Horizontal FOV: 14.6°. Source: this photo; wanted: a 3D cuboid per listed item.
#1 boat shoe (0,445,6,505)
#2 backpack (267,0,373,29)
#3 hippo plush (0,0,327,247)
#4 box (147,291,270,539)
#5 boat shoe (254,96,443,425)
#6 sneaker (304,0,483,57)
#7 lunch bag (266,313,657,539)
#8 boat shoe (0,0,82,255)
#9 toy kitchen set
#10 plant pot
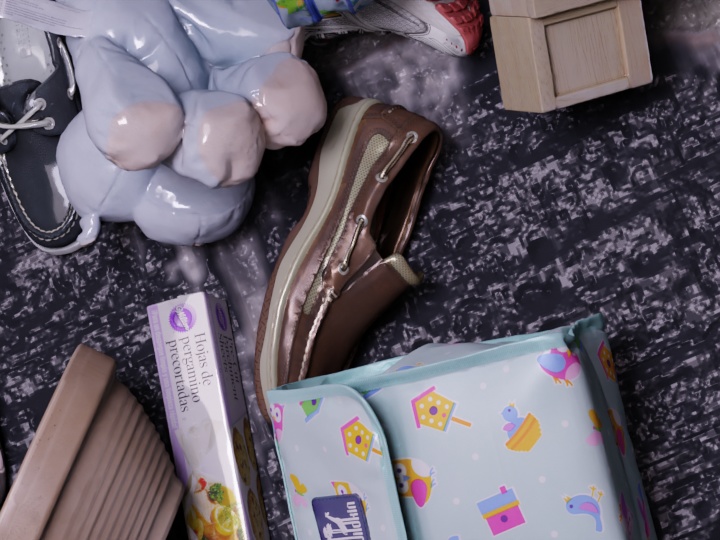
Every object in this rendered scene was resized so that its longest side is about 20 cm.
[{"bbox_3d":[-0.266,0.061,1.736,0.067,0.057,0.200,-28,68,34],"label":"boat shoe"},{"bbox_3d":[-0.036,-0.234,1.584,0.154,0.163,0.200,-42,67,-15],"label":"backpack"},{"bbox_3d":[-0.128,-0.075,1.637,0.200,0.161,0.159,15,42,-3],"label":"hippo plush"},{"bbox_3d":[-0.086,0.114,1.667,0.039,0.041,0.200,-15,76,15],"label":"box"},{"bbox_3d":[-0.003,-0.001,1.637,0.075,0.075,0.203,12,85,27],"label":"boat shoe"},{"bbox_3d":[-0.018,-0.165,1.684,0.200,0.078,0.082,22,109,21],"label":"sneaker"},{"bbox_3d":[0.051,0.126,1.566,0.200,0.122,0.171,-12,93,17],"label":"lunch bag"},{"bbox_3d":[-0.208,-0.109,1.735,0.076,0.060,0.200,-19,76,14],"label":"boat shoe"},{"bbox_3d":[0.109,-0.212,1.647,0.180,0.163,0.200,11,114,58],"label":"toy kitchen set"},{"bbox_3d":[-0.162,0.150,1.620,0.093,0.201,0.201,23,88,-4],"label":"plant pot"}]
